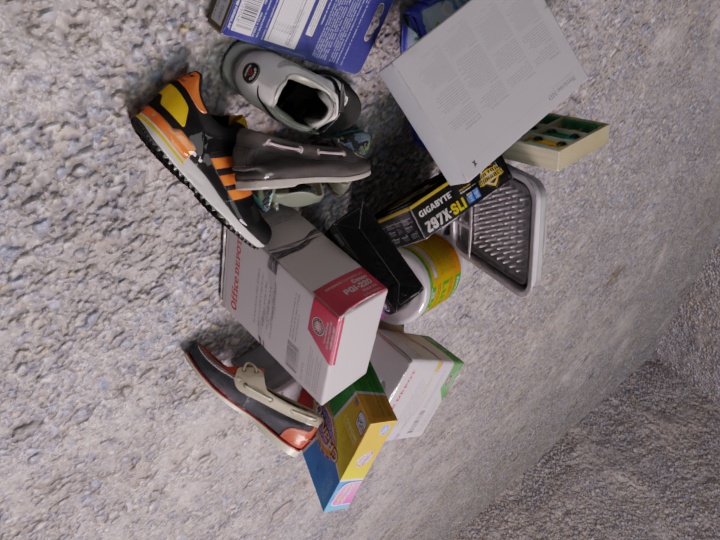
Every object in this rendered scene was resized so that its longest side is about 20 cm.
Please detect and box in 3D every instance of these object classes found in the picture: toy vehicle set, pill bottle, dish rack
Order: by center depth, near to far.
[{"bbox_3d":[0.219,-0.187,0.961,0.123,0.198,0.027,-29,127,-35],"label":"toy vehicle set"},{"bbox_3d":[0.192,-0.075,0.974,0.043,0.200,0.175,-14,119,-21],"label":"dish rack"},{"bbox_3d":[0.092,0.003,1.078,0.199,0.110,0.112,-24,144,-58],"label":"pill bottle"}]

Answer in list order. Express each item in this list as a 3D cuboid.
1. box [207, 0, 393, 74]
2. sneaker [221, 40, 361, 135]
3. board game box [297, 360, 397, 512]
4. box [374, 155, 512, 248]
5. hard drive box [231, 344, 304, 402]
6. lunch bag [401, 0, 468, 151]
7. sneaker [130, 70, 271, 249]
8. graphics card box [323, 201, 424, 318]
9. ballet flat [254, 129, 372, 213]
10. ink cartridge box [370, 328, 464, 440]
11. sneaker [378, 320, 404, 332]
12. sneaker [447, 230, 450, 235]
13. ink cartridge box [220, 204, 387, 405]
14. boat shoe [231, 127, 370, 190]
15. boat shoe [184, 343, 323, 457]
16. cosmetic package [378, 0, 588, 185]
[{"bbox_3d":[-0.046,-0.270,0.688,0.198,0.032,0.123,-1,125,-51],"label":"box"},{"bbox_3d":[-0.050,-0.172,0.741,0.198,0.088,0.075,2,123,-55],"label":"sneaker"},{"bbox_3d":[-0.029,0.198,0.935,0.040,0.154,0.202,-2,134,-29],"label":"board game box"},{"bbox_3d":[0.087,-0.085,0.940,0.158,0.050,0.199,-33,-173,-23],"label":"box"},{"bbox_3d":[-0.085,0.171,1.061,0.154,0.077,0.201,-30,146,-8],"label":"hard drive box"},{"bbox_3d":[0.141,-0.258,0.868,0.168,0.127,0.202,-32,131,-16],"label":"lunch bag"},{"bbox_3d":[-0.132,-0.104,0.700,0.090,0.070,0.201,-48,135,-8],"label":"sneaker"},{"bbox_3d":[0.000,0.000,0.878,0.051,0.127,0.200,-35,-179,-17],"label":"graphics card box"},{"bbox_3d":[-0.051,-0.111,0.823,0.198,0.074,0.075,-23,142,-34],"label":"ballet flat"},{"bbox_3d":[0.057,0.176,1.072,0.147,0.087,0.199,-60,152,9],"label":"ink cartridge box"},{"bbox_3d":[-0.004,0.050,1.079,0.070,0.081,0.199,-20,146,33],"label":"sneaker"},{"bbox_3d":[0.175,-0.089,1.139,0.201,0.077,0.148,8,119,-53],"label":"sneaker"},{"bbox_3d":[-0.074,0.031,0.824,0.084,0.199,0.148,-28,145,-39],"label":"ink cartridge box"},{"bbox_3d":[-0.052,-0.118,0.722,0.198,0.066,0.058,-17,108,-53],"label":"boat shoe"},{"bbox_3d":[-0.139,0.157,0.915,0.063,0.199,0.071,-50,-175,-1],"label":"boat shoe"},{"bbox_3d":[0.139,-0.216,0.779,0.199,0.152,0.052,-39,-168,-14],"label":"cosmetic package"}]
